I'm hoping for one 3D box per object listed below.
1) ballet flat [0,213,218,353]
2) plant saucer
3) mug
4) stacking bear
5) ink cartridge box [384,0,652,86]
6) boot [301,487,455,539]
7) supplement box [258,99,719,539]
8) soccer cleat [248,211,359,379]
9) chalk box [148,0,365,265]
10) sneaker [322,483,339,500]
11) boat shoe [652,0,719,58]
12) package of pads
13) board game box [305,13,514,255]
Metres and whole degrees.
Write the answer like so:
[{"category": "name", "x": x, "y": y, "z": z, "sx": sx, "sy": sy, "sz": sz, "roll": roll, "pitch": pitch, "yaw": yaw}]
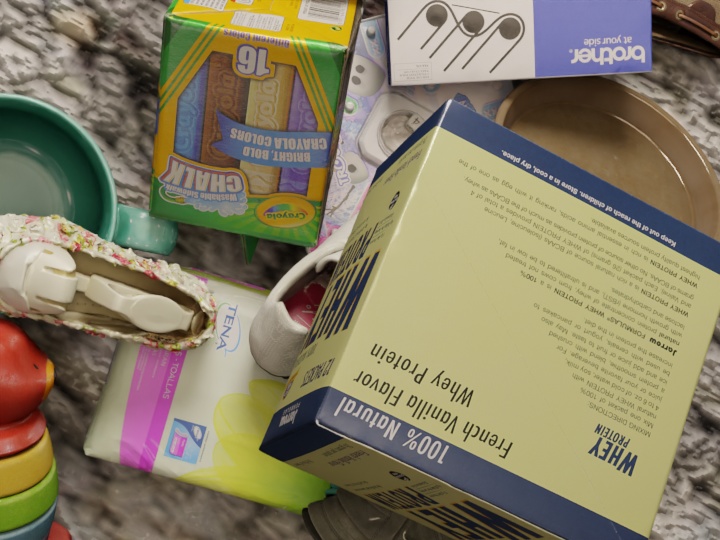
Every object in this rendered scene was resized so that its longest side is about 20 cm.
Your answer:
[{"category": "ballet flat", "x": -0.181, "y": 0.009, "z": 0.865, "sx": 0.199, "sy": 0.064, "sz": 0.076, "roll": 13, "pitch": 98, "yaw": -28}, {"category": "plant saucer", "x": 0.189, "y": -0.068, "z": 1.001, "sx": 0.199, "sy": 0.029, "sz": 0.201, "roll": 11, "pitch": 54, "yaw": -16}, {"category": "mug", "x": -0.245, "y": -0.036, "z": 0.939, "sx": 0.185, "sy": 0.114, "sz": 0.152, "roll": 44, "pitch": 80, "yaw": -13}, {"category": "stacking bear", "x": -0.253, "y": 0.126, "z": 0.880, "sx": 0.113, "sy": 0.122, "sz": 0.201, "roll": 5, "pitch": 112, "yaw": -6}, {"category": "ink cartridge box", "x": 0.118, "y": -0.193, "z": 0.990, "sx": 0.199, "sy": 0.044, "sz": 0.094, "roll": -3, "pitch": 100, "yaw": 0}, {"category": "boot", "x": 0.009, "y": 0.130, "z": 0.857, "sx": 0.131, "sy": 0.068, "sz": 0.200, "roll": -38, "pitch": 86, "yaw": 10}, {"category": "supplement box", "x": 0.079, "y": 0.048, "z": 0.761, "sx": 0.200, "sy": 0.134, "sz": 0.200, "roll": 26, "pitch": 71, "yaw": -10}, {"category": "soccer cleat", "x": 0.000, "y": 0.000, "z": 0.929, "sx": 0.070, "sy": 0.086, "sz": 0.200, "roll": 40, "pitch": 57, "yaw": 6}, {"category": "chalk box", "x": -0.076, "y": -0.103, "z": 0.923, "sx": 0.123, "sy": 0.125, "sz": 0.201, "roll": 11, "pitch": 123, "yaw": -1}, {"category": "sneaker", "x": 0.009, "y": 0.156, "z": 0.914, "sx": 0.091, "sy": 0.077, "sz": 0.201, "roll": -14, "pitch": 103, "yaw": -31}, {"category": "boat shoe", "x": 0.208, "y": -0.211, "z": 1.040, "sx": 0.199, "sy": 0.072, "sz": 0.072, "roll": 10, "pitch": 81, "yaw": -12}, {"category": "package of pads", "x": -0.088, "y": 0.088, "z": 0.971, "sx": 0.199, "sy": 0.068, "sz": 0.155, "roll": 17, "pitch": 82, "yaw": -8}, {"category": "board game box", "x": 0.035, "y": -0.107, "z": 1.029, "sx": 0.199, "sy": 0.026, "sz": 0.201, "roll": -16, "pitch": 86, "yaw": -9}]
